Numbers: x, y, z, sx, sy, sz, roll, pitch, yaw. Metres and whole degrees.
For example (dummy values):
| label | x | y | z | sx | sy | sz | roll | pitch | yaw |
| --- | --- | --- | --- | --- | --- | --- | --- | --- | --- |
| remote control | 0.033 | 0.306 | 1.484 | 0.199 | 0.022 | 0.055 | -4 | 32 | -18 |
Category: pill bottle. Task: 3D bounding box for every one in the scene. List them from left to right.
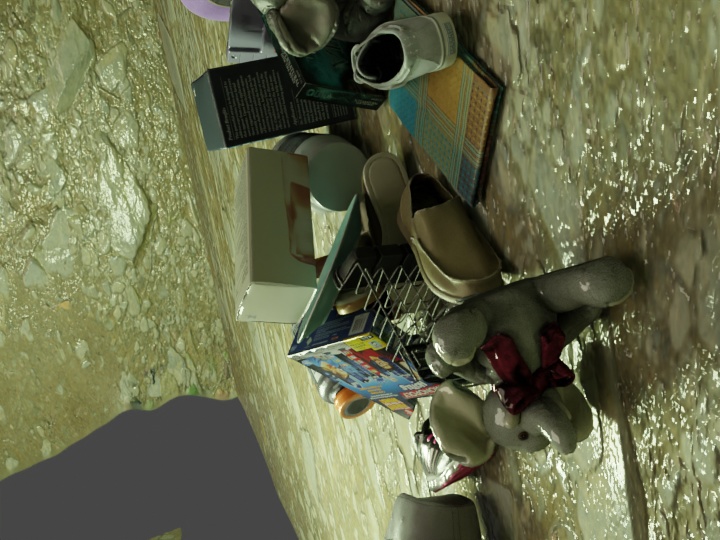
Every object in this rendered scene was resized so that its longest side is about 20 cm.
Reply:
| label | x | y | z | sx | sy | sz | roll | pitch | yaw |
| --- | --- | --- | --- | --- | --- | --- | --- | --- | --- |
| pill bottle | -0.063 | -0.146 | 1.129 | 0.200 | 0.112 | 0.115 | -153 | 50 | -67 |
| pill bottle | -0.042 | 0.159 | 1.333 | 0.107 | 0.105 | 0.201 | 95 | 153 | -48 |

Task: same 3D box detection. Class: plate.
| label | x | y | z | sx | sy | sz | roll | pitch | yaw |
| --- | --- | --- | --- | --- | --- | --- | --- | --- | --- |
| plate | -0.033 | 0.001 | 0.962 | 0.200 | 0.025 | 0.203 | -158 | 89 | -85 |

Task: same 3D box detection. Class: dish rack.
| label | x | y | z | sx | sy | sz | roll | pitch | yaw |
| --- | --- | --- | --- | --- | --- | --- | --- | --- | --- |
| dish rack | 0.074 | 0.049 | 0.834 | 0.201 | 0.151 | 0.055 | 61 | 141 | 33 |

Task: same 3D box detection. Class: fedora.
| label | x | y | z | sx | sy | sz | roll | pitch | yaw |
| --- | --- | --- | --- | --- | --- | --- | --- | --- | --- |
| fedora | 0.093 | 0.344 | 1.015 | 0.200 | 0.174 | 0.092 | 129 | 143 | -70 |

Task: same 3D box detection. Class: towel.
| label | x | y | z | sx | sy | sz | roll | pitch | yaw |
| --- | --- | --- | --- | --- | --- | --- | --- | --- | --- |
| towel | 0.084 | -0.184 | 0.808 | 0.148 | 0.021 | 0.201 | 93 | 153 | -45 |

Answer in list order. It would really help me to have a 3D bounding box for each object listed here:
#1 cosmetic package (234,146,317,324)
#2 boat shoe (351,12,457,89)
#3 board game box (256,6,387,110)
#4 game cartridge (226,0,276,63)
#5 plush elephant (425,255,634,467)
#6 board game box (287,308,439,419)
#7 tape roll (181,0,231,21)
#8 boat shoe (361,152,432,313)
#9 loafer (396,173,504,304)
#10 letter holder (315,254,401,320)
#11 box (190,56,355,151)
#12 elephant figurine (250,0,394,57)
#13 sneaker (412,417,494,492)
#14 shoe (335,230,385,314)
| label | x | y | z | sx | sy | sz | roll | pitch | yaw |
| --- | --- | --- | --- | --- | --- | --- | --- | --- | --- |
| cosmetic package | -0.112 | -0.044 | 0.977 | 0.104 | 0.086 | 0.203 | 125 | 146 | -54 |
| boat shoe | 0.026 | -0.226 | 0.794 | 0.200 | 0.071 | 0.071 | -163 | 59 | -67 |
| board game box | -0.057 | -0.294 | 0.961 | 0.028 | 0.134 | 0.202 | -43 | 61 | 40 |
| game cartridge | -0.128 | -0.368 | 1.118 | 0.200 | 0.127 | 0.039 | 122 | 148 | -67 |
| plush elephant | 0.139 | 0.093 | 0.655 | 0.200 | 0.162 | 0.157 | 153 | 97 | -79 |
| board game box | 0.035 | 0.126 | 1.027 | 0.199 | 0.199 | 0.062 | -20 | 41 | 51 |
| tape roll | -0.168 | -0.438 | 1.061 | 0.200 | 0.197 | 0.066 | 122 | 129 | -66 |
| boat shoe | 0.045 | -0.048 | 0.961 | 0.060 | 0.071 | 0.203 | -133 | 27 | -81 |
| loafer | 0.089 | -0.038 | 0.823 | 0.200 | 0.075 | 0.068 | -126 | 21 | -48 |
| letter holder | -0.045 | 0.036 | 1.181 | 0.200 | 0.140 | 0.102 | -173 | 68 | -70 |
| box | -0.128 | -0.247 | 1.103 | 0.148 | 0.197 | 0.109 | -160 | 56 | -69 |
| elephant figurine | -0.069 | -0.317 | 0.850 | 0.141 | 0.197 | 0.158 | -144 | 43 | -72 |
| sneaker | 0.110 | 0.225 | 0.980 | 0.088 | 0.073 | 0.200 | 61 | 164 | 19 |
| shoe | 0.000 | 0.000 | 1.001 | 0.054 | 0.069 | 0.200 | 60 | -161 | -13 |
